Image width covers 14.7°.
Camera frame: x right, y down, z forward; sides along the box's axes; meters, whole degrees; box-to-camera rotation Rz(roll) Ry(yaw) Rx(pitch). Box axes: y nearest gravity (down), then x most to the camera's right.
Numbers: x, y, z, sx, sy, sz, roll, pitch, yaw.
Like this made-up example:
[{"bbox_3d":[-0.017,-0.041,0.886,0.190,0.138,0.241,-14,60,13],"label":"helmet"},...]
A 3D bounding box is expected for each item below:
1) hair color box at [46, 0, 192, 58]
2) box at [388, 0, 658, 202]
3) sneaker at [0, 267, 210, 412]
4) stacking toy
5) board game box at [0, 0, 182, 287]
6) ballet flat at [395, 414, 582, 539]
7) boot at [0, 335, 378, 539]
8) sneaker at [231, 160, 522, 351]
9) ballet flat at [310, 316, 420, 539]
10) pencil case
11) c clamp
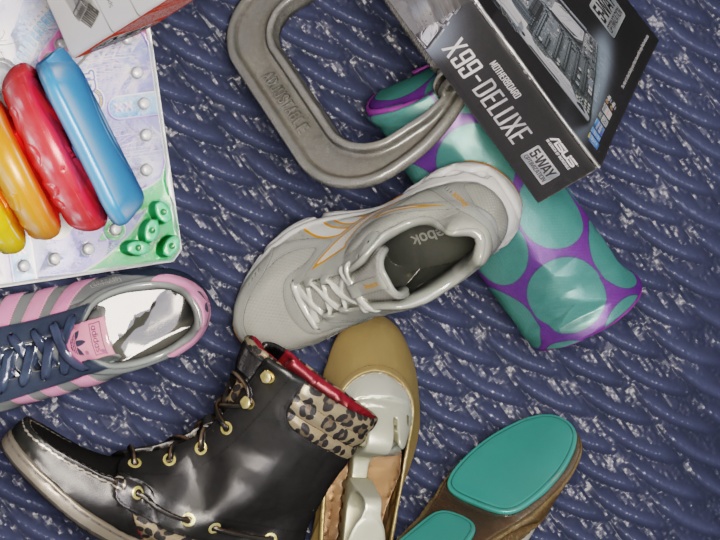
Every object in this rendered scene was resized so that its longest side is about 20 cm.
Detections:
[{"bbox_3d":[-0.111,-0.216,1.612,0.064,0.200,0.111,-26,90,-50],"label":"hair color box"},{"bbox_3d":[0.102,-0.153,1.703,0.050,0.200,0.158,-30,104,28],"label":"box"},{"bbox_3d":[-0.185,0.042,1.678,0.200,0.082,0.070,-20,96,-14],"label":"sneaker"},{"bbox_3d":[-0.238,-0.042,1.638,0.200,0.116,0.110,-27,97,0],"label":"stacking toy"},{"bbox_3d":[-0.217,-0.091,1.697,0.200,0.026,0.200,-9,92,-15],"label":"board game box"},{"bbox_3d":[0.071,0.169,1.748,0.200,0.068,0.072,-44,146,-40],"label":"ballet flat"},{"bbox_3d":[-0.101,0.105,1.687,0.200,0.073,0.151,33,98,-12],"label":"boot"},{"bbox_3d":[0.000,0.000,1.690,0.200,0.092,0.076,-28,102,22],"label":"sneaker"},{"bbox_3d":[0.006,0.127,1.741,0.069,0.063,0.200,6,88,-16],"label":"ballet flat"},{"bbox_3d":[0.092,-0.045,1.752,0.085,0.092,0.200,-29,102,30],"label":"pencil case"},{"bbox_3d":[0.006,-0.147,1.709,0.171,0.027,0.200,-26,59,0],"label":"c clamp"}]
